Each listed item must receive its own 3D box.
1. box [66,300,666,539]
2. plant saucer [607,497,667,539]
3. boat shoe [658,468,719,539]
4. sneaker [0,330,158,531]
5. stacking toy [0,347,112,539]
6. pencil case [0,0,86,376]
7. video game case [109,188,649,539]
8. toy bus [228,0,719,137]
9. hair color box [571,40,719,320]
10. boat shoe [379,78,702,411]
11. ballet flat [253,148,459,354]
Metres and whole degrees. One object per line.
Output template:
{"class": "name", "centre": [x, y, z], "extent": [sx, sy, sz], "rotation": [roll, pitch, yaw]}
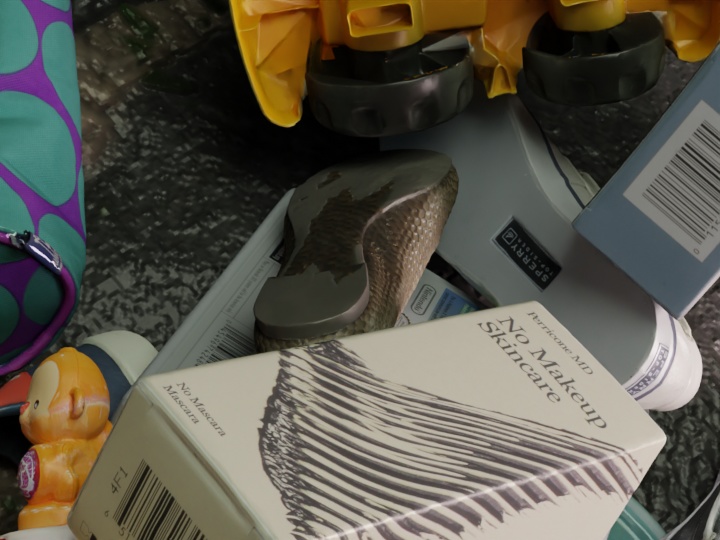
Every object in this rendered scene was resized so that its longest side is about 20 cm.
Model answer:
{"class": "box", "centre": [0.007, 0.070, 0.739], "extent": [0.199, 0.069, 0.082], "rotation": [-11, 49, -48]}
{"class": "plant saucer", "centre": [0.061, 0.149, 0.870], "extent": [0.199, 0.027, 0.201], "rotation": [11, 57, -17]}
{"class": "boat shoe", "centre": [0.177, 0.093, 0.909], "extent": [0.199, 0.068, 0.074], "rotation": [-26, 76, -47]}
{"class": "sneaker", "centre": [-0.078, 0.117, 0.805], "extent": [0.084, 0.075, 0.200], "rotation": [-19, 60, -32]}
{"class": "stacking toy", "centre": [-0.098, 0.124, 0.733], "extent": [0.109, 0.116, 0.202], "rotation": [2, 77, -22]}
{"class": "pencil case", "centre": [-0.153, -0.061, 0.857], "extent": [0.092, 0.085, 0.201], "rotation": [45, 28, -46]}
{"class": "video game case", "centre": [0.016, 0.058, 0.857], "extent": [0.182, 0.022, 0.200], "rotation": [32, 29, 1]}
{"class": "toy bus", "centre": [0.046, -0.152, 0.953], "extent": [0.198, 0.137, 0.192], "rotation": [-7, 20, 3]}
{"class": "hair color box", "centre": [0.160, -0.054, 0.933], "extent": [0.061, 0.099, 0.200], "rotation": [41, 20, 7]}
{"class": "boat shoe", "centre": [0.079, -0.015, 0.948], "extent": [0.070, 0.071, 0.200], "rotation": [28, 18, -51]}
{"class": "ballet flat", "centre": [0.000, 0.000, 0.868], "extent": [0.067, 0.047, 0.200], "rotation": [-8, 22, 13]}
